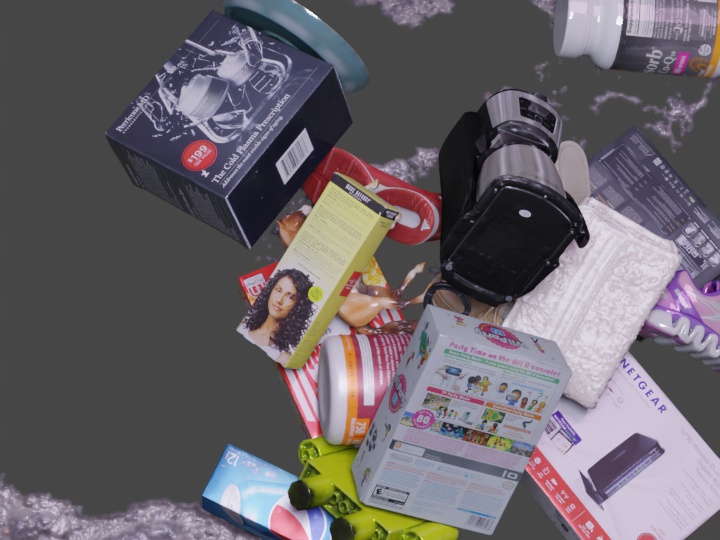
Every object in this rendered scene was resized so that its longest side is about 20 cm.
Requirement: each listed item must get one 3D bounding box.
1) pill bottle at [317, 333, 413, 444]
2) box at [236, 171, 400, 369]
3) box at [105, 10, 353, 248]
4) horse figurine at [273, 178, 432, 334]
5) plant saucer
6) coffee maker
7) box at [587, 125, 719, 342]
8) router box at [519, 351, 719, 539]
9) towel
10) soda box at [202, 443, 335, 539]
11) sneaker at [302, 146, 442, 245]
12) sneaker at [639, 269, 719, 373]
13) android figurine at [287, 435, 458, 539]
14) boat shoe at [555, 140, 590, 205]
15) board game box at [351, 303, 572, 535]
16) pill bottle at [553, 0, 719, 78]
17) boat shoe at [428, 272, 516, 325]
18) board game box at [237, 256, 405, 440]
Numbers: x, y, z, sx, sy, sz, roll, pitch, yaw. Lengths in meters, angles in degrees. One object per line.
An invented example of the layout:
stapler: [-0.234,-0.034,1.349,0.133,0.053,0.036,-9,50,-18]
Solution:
pill bottle: [0.060,0.122,1.578,0.199,0.113,0.114,-1,69,-9]
box: [-0.044,0.001,1.601,0.075,0.050,0.201,34,97,21]
box: [-0.144,-0.159,1.691,0.182,0.104,0.200,27,68,27]
horse figurine: [0.000,0.000,1.640,0.132,0.050,0.201,-30,82,12]
plant saucer: [-0.080,-0.256,1.713,0.200,0.200,0.027,32,79,7]
coffee maker: [0.133,-0.071,1.592,0.192,0.135,0.200,-30,27,21]
box: [0.316,-0.043,1.745,0.157,0.051,0.200,-37,77,-15]
router box: [0.279,0.215,1.646,0.179,0.049,0.200,-36,76,-16]
towel: [0.241,0.033,1.622,0.132,0.034,0.201,30,90,12]
soda box: [-0.064,0.257,1.589,0.199,0.068,0.064,25,69,4]
sneaker: [0.030,-0.077,1.731,0.200,0.115,0.079,34,105,32]
sneaker: [0.396,0.061,1.672,0.199,0.080,0.089,26,76,-17]
android figurine: [0.021,0.230,1.565,0.182,0.041,0.199,38,26,31]
boat shoe: [0.217,-0.041,1.698,0.072,0.063,0.201,4,84,-39]
board game box: [0.097,0.149,1.500,0.147,0.201,0.064,17,24,-18]
pill bottle: [0.335,-0.292,1.808,0.199,0.116,0.117,4,69,-3]
boat shoe: [0.167,0.056,1.685,0.199,0.069,0.074,31,70,7]
board game box: [-0.027,0.073,1.673,0.151,0.046,0.201,-23,73,-13]
